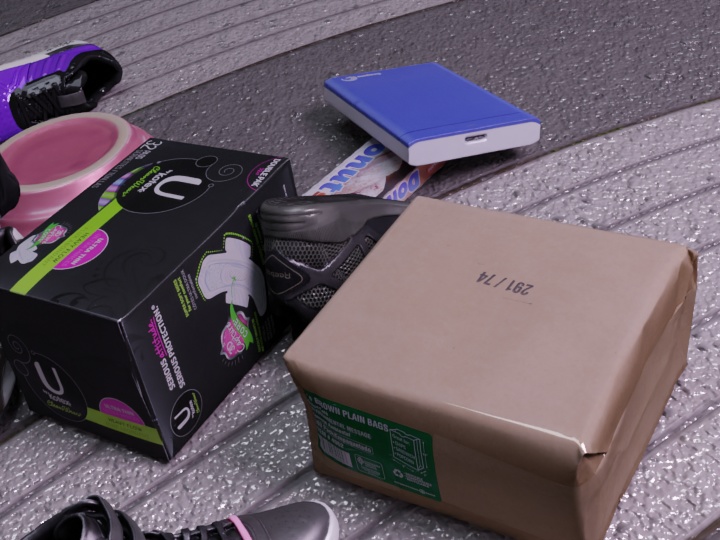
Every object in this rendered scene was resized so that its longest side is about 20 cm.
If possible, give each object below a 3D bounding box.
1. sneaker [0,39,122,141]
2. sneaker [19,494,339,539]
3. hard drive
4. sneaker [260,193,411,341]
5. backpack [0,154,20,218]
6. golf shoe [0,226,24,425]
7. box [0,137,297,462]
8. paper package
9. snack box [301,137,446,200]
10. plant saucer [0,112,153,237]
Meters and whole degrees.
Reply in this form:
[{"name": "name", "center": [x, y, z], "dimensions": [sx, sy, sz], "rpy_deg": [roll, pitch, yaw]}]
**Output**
[{"name": "sneaker", "center": [-0.349, -0.198, 1.140], "dimensions": [0.098, 0.071, 0.200], "rpy_deg": [22, 48, 35]}, {"name": "sneaker", "center": [-0.103, 0.159, 0.555], "dimensions": [0.197, 0.101, 0.071], "rpy_deg": [-24, 35, -18]}, {"name": "hard drive", "center": [0.061, -0.151, 0.959], "dimensions": [0.129, 0.026, 0.200], "rpy_deg": [-12, 29, -20]}, {"name": "sneaker", "center": [0.000, 0.000, 0.774], "dimensions": [0.075, 0.117, 0.198], "rpy_deg": [10, 13, 35]}, {"name": "backpack", "center": [-0.398, -0.035, 0.869], "dimensions": [0.165, 0.128, 0.200], "rpy_deg": [14, 53, 47]}, {"name": "golf shoe", "center": [-0.293, 0.049, 0.768], "dimensions": [0.076, 0.096, 0.202], "rpy_deg": [-3, 38, 10]}, {"name": "box", "center": [-0.148, 0.011, 0.749], "dimensions": [0.146, 0.126, 0.200], "rpy_deg": [11, 40, 29]}, {"name": "paper package", "center": [0.084, 0.056, 0.636], "dimensions": [0.197, 0.105, 0.191], "rpy_deg": [13, 42, 30]}, {"name": "snack box", "center": [-0.003, -0.065, 0.894], "dimensions": [0.071, 0.025, 0.200], "rpy_deg": [17, 44, 34]}, {"name": "plant saucer", "center": [-0.291, -0.097, 1.003], "dimensions": [0.196, 0.052, 0.202], "rpy_deg": [-8, 35, 5]}]
